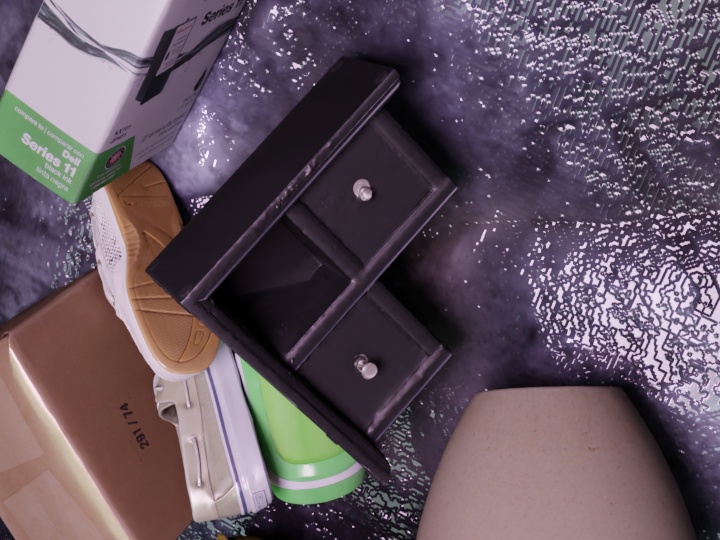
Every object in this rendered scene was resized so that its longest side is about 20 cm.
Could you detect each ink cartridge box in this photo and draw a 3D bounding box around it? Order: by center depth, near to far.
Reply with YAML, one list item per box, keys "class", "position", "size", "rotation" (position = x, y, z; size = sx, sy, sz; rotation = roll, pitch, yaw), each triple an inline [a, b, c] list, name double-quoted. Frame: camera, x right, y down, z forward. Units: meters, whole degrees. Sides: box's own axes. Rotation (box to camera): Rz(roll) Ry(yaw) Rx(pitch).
- class: "ink cartridge box"
  position: [-0.153, -0.163, 0.959]
  size: [0.083, 0.147, 0.200]
  rotation: [36, 122, 6]

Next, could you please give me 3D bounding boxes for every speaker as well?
- class: "speaker"
  position: [-0.048, 0.067, 1.042]
  size: [0.088, 0.088, 0.200]
  rotation: [-2, 110, 25]

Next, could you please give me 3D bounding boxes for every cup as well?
- class: "cup"
  position: [0.129, 0.152, 0.951]
  size: [0.200, 0.200, 0.144]
  rotation: [-6, 82, 27]

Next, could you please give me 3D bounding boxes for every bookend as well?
- class: "bookend"
  position: [0.000, 0.000, 0.948]
  size: [0.199, 0.092, 0.200]
  rotation: [-47, 116, -6]

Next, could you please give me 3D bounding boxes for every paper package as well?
- class: "paper package"
  position: [-0.200, 0.115, 1.070]
  size: [0.103, 0.191, 0.200]
  rotation: [-27, 98, 29]

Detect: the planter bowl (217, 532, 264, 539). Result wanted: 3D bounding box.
- class: "planter bowl"
  position: [-0.037, 0.284, 1.104]
  size: [0.200, 0.083, 0.201]
  rotation: [159, 90, -74]

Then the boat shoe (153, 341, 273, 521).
- class: "boat shoe"
  position: [-0.121, 0.091, 1.045]
  size: [0.072, 0.062, 0.200]
  rotation: [96, 156, -57]

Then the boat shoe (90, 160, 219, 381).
- class: "boat shoe"
  position: [-0.156, 0.008, 1.041]
  size: [0.069, 0.071, 0.200]
  rotation: [-57, 42, 40]
